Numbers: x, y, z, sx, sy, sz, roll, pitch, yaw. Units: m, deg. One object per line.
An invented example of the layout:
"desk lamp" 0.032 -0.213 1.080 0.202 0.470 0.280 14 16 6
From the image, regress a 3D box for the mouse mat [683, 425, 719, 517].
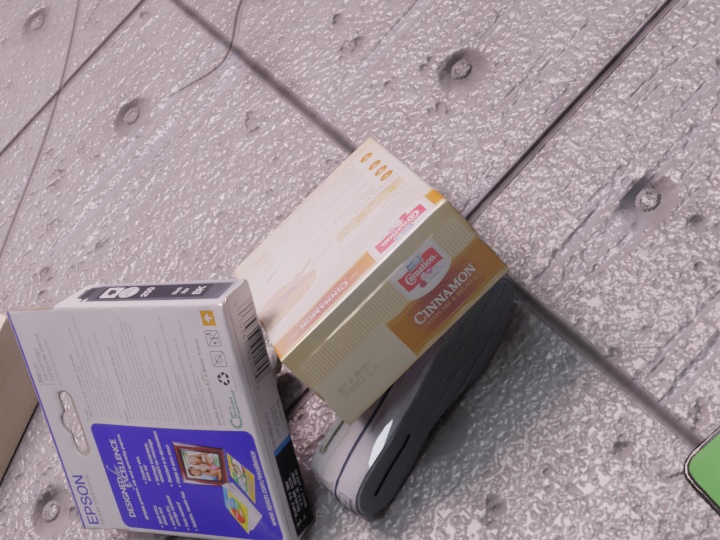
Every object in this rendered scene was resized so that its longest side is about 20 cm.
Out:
"mouse mat" 0.314 0.107 0.832 0.200 0.008 0.161 -42 50 3

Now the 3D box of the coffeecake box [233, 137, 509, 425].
"coffeecake box" 0.000 0.000 0.995 0.154 0.073 0.200 -44 22 2

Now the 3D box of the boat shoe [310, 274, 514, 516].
"boat shoe" 0.030 0.075 0.983 0.067 0.074 0.200 31 84 35

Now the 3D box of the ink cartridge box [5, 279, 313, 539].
"ink cartridge box" -0.147 0.105 1.014 0.200 0.199 0.043 -2 24 29

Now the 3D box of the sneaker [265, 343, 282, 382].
"sneaker" -0.139 0.064 1.107 0.200 0.078 0.099 25 72 30

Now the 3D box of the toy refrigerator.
"toy refrigerator" -0.344 0.138 1.183 0.070 0.076 0.200 10 70 36
